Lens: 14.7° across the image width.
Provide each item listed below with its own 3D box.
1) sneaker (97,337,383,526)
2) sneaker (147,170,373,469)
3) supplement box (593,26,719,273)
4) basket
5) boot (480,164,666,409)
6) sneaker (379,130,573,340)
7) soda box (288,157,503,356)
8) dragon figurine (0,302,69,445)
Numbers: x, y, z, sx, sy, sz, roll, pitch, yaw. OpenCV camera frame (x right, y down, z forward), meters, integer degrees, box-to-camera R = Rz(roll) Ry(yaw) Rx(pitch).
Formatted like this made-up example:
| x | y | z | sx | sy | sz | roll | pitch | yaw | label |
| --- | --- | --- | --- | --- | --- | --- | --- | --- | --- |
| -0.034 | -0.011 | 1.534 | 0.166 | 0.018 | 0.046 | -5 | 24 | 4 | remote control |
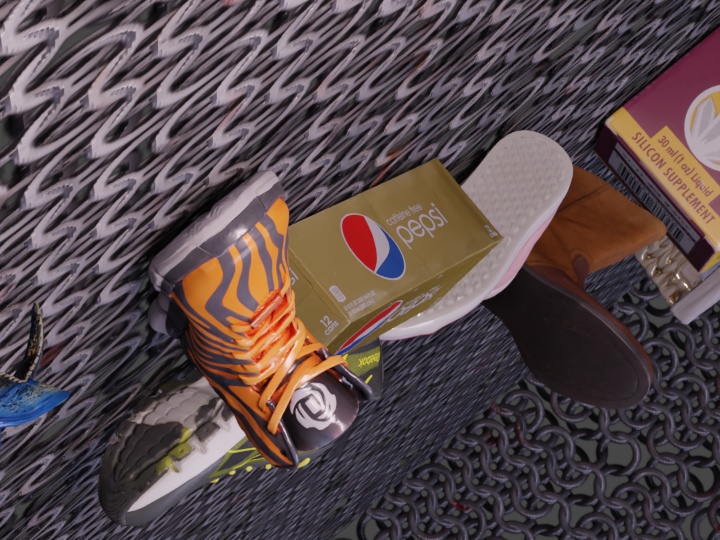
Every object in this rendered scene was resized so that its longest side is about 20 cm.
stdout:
| x | y | z | sx | sy | sz | roll | pitch | yaw | label |
| --- | --- | --- | --- | --- | --- | --- | --- | --- | --- |
| -0.059 | 0.089 | 1.596 | 0.200 | 0.085 | 0.074 | -39 | -146 | -17 | sneaker |
| -0.039 | 0.026 | 1.310 | 0.078 | 0.112 | 0.200 | -39 | 172 | -11 | sneaker |
| 0.291 | -0.113 | 2.078 | 0.200 | 0.131 | 0.103 | -40 | 172 | -7 | supplement box |
| 0.373 | -0.054 | 2.862 | 0.136 | 0.123 | 0.200 | -45 | 170 | 35 | basket |
| 0.152 | 0.007 | 1.889 | 0.200 | 0.188 | 0.069 | -27 | 139 | -54 | boot |
| 0.050 | -0.001 | 1.737 | 0.200 | 0.075 | 0.105 | -40 | 169 | -37 | sneaker |
| 0.000 | 0.000 | 1.540 | 0.068 | 0.064 | 0.200 | -44 | 172 | 29 | soda box |
| -0.154 | 0.047 | 1.063 | 0.200 | 0.059 | 0.099 | -29 | 167 | -51 | dragon figurine |
